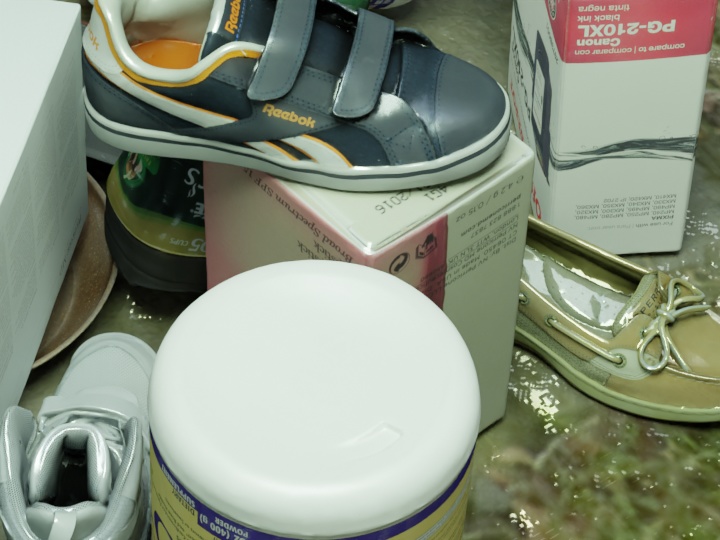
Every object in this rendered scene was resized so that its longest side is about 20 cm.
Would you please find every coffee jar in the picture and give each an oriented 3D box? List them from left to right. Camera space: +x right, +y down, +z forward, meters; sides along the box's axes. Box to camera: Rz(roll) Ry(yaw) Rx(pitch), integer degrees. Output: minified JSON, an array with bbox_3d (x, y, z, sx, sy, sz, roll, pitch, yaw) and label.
[{"bbox_3d":[-0.068,-0.081,1.167,0.104,0.201,0.085,-3,39,-27],"label":"coffee jar"}]

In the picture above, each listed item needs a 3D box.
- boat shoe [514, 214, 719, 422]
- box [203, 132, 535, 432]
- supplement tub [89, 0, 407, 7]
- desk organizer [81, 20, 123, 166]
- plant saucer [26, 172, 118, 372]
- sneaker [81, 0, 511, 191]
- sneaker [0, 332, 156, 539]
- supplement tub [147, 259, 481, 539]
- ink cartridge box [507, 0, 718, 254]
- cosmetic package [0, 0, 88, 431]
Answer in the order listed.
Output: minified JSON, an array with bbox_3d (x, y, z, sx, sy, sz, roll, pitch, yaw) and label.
[{"bbox_3d":[0.126,0.016,1.212,0.200,0.063,0.073,28,52,20],"label":"boat shoe"},{"bbox_3d":[0.000,0.000,1.124,0.109,0.200,0.128,-32,56,-28],"label":"box"},{"bbox_3d":[-0.064,-0.224,1.335,0.199,0.146,0.146,-7,48,-23],"label":"supplement tub"},{"bbox_3d":[-0.176,-0.116,1.288,0.199,0.072,0.077,18,12,12],"label":"desk organizer"},{"bbox_3d":[-0.230,0.000,1.220,0.199,0.037,0.201,2,48,-2],"label":"plant saucer"},{"bbox_3d":[-0.030,-0.089,1.018,0.199,0.080,0.079,4,48,3],"label":"sneaker"},{"bbox_3d":[-0.129,0.087,1.094,0.075,0.115,0.200,6,47,1],"label":"sneaker"},{"bbox_3d":[-0.024,0.110,1.023,0.145,0.200,0.146,2,47,-2],"label":"supplement tub"},{"bbox_3d":[0.136,-0.125,1.250,0.084,0.200,0.145,-4,48,-4],"label":"ink cartridge box"},{"bbox_3d":[-0.183,-0.016,1.112,0.051,0.151,0.200,8,47,6],"label":"cosmetic package"}]
